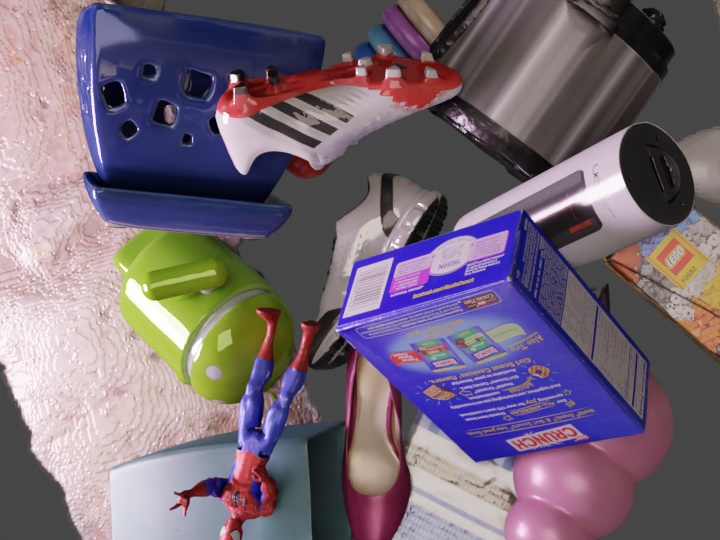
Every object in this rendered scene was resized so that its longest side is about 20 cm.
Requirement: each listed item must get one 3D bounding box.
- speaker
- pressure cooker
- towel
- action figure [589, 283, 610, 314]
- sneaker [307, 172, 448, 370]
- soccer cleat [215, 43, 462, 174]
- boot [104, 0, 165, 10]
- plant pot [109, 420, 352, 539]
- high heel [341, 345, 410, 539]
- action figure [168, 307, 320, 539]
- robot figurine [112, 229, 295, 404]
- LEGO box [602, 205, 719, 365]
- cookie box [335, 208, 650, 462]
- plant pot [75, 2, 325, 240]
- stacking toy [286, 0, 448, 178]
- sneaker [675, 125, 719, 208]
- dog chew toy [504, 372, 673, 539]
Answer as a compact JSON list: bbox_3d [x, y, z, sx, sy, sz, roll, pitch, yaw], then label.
[{"bbox_3d":[0.160,-0.041,0.987,0.199,0.081,0.082,-27,84,51],"label":"speaker"},{"bbox_3d":[0.166,-0.180,1.083,0.201,0.178,0.176,-54,44,7],"label":"pressure cooker"},{"bbox_3d":[0.087,0.225,1.175,0.145,0.024,0.202,24,84,10],"label":"towel"},{"bbox_3d":[0.120,0.045,1.126,0.197,0.130,0.070,-1,82,12],"label":"action figure"},{"bbox_3d":[0.000,0.000,1.187,0.080,0.074,0.201,33,91,22],"label":"sneaker"},{"bbox_3d":[-0.016,-0.125,1.022,0.197,0.069,0.086,-8,120,-3],"label":"soccer cleat"},{"bbox_3d":[-0.250,-0.333,1.177,0.071,0.155,0.202,-20,87,8],"label":"boot"},{"bbox_3d":[-0.120,0.217,1.168,0.197,0.141,0.143,-3,89,14],"label":"plant pot"},{"bbox_3d":[0.011,0.149,1.141,0.066,0.096,0.203,6,77,15],"label":"high heel"},{"bbox_3d":[-0.093,0.136,1.043,0.064,0.099,0.203,15,96,17],"label":"action figure"},{"bbox_3d":[-0.140,0.039,1.163,0.115,0.176,0.200,-38,61,-22],"label":"robot figurine"},{"bbox_3d":[0.283,0.012,1.066,0.149,0.200,0.077,42,97,6],"label":"LEGO box"},{"bbox_3d":[0.108,0.060,1.009,0.170,0.076,0.200,-17,131,37],"label":"cookie box"},{"bbox_3d":[-0.152,-0.129,1.121,0.197,0.200,0.182,4,98,-16],"label":"plant pot"},{"bbox_3d":[0.000,-0.165,1.178,0.200,0.085,0.086,-41,84,12],"label":"stacking toy"},{"bbox_3d":[0.358,-0.093,1.111,0.197,0.087,0.076,-2,91,11],"label":"sneaker"},{"bbox_3d":[0.189,0.173,1.100,0.123,0.125,0.201,26,71,8],"label":"dog chew toy"}]
